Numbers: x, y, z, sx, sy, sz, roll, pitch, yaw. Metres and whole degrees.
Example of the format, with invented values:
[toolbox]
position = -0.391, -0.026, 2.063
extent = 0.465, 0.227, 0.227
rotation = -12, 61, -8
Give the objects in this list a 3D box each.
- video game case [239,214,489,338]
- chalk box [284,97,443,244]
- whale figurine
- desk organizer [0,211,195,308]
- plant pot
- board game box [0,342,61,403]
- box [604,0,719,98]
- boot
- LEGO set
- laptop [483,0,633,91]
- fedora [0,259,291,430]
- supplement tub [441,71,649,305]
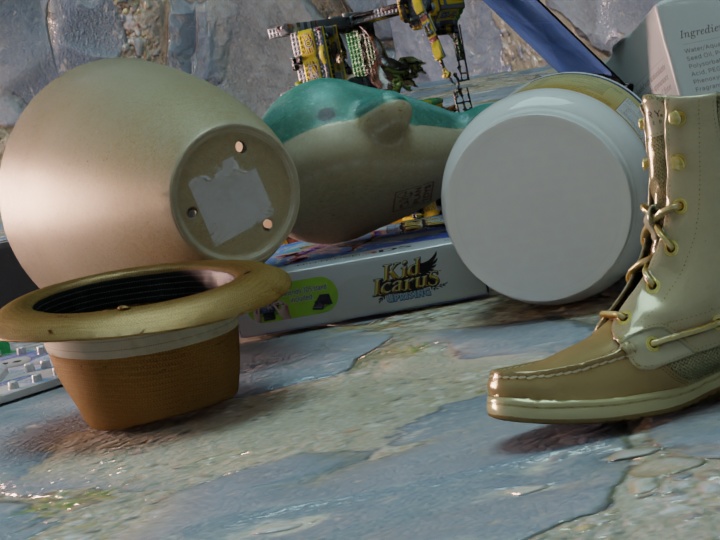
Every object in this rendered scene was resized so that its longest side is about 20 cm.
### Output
[video game case]
position = 0.000, 0.000, 1.782
extent = 0.180, 0.046, 0.200
rotation = -9, 7, 1
[chalk box]
position = -0.030, -0.065, 2.023
extent = 0.199, 0.125, 0.124
rotation = -9, 7, 23
[whale figurine]
position = 0.015, -0.095, 1.759
extent = 0.199, 0.104, 0.159
rotation = -13, -28, -9
[desk organizer]
position = -0.235, -0.005, 2.057
extent = 0.199, 0.072, 0.077
rotation = -11, 5, -5
[plant pot]
position = -0.124, -0.052, 1.624
extent = 0.187, 0.188, 0.200
rotation = -14, 10, -26
[board game box]
position = -0.284, 0.072, 1.709
extent = 0.199, 0.026, 0.199
rotation = -3, 11, 46
[box]
position = 0.302, -0.133, 1.829
extent = 0.199, 0.131, 0.199
rotation = -12, -10, -12
[boot]
position = 0.147, -0.009, 1.200
extent = 0.199, 0.156, 0.073
rotation = -12, 7, -12
[LEGO set]
position = 0.010, -0.129, 1.851
extent = 0.153, 0.201, 0.116
rotation = 1, 10, 38
[laptop]
position = 0.130, -0.126, 1.854
extent = 0.115, 0.201, 0.187
rotation = 7, 5, -9
[fedora]
position = -0.131, 0.048, 1.456
extent = 0.200, 0.082, 0.201
rotation = -9, 9, 1
[supplement tub]
position = 0.133, -0.056, 1.625
extent = 0.144, 0.145, 0.200
rotation = -9, 8, 14
